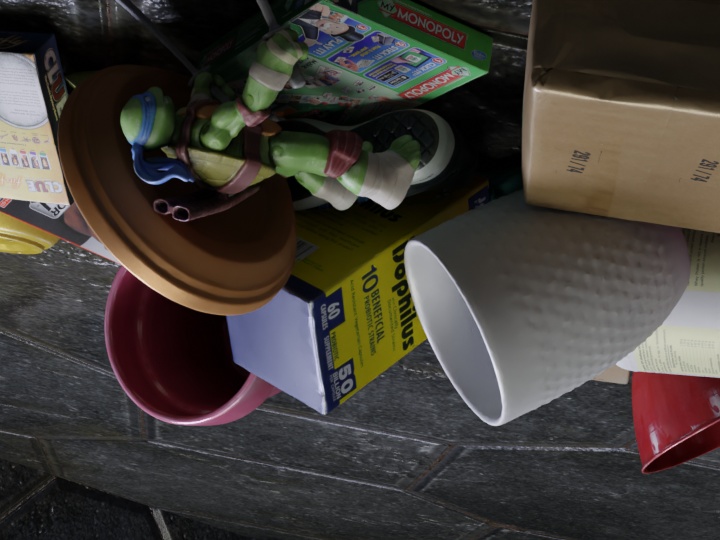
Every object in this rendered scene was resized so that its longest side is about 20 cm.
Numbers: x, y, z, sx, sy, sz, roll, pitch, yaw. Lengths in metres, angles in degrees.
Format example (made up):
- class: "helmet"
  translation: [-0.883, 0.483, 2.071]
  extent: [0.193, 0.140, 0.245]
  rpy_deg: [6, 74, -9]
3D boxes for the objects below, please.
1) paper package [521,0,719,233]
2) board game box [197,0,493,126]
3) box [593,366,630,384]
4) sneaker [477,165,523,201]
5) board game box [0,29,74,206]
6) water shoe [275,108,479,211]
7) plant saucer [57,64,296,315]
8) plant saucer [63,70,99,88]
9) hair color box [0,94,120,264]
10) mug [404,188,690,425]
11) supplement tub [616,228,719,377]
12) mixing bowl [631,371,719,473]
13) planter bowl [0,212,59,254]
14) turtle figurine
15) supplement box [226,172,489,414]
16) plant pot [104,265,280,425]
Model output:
- class: "paper package"
  translation: [0.198, -0.109, 0.998]
  extent: [0.189, 0.104, 0.200]
  rpy_deg: [9, 164, 9]
- class: "board game box"
  translation: [-0.017, -0.149, 1.122]
  extent: [0.134, 0.029, 0.200]
  rpy_deg: [19, 161, -27]
- class: "box"
  translation: [0.222, 0.043, 1.516]
  extent: [0.094, 0.078, 0.200]
  rpy_deg: [8, 163, 11]
- class: "sneaker"
  translation: [0.085, -0.051, 1.309]
  extent: [0.079, 0.078, 0.199]
  rpy_deg: [30, 156, -28]
- class: "board game box"
  translation: [-0.320, -0.125, 1.234]
  extent: [0.198, 0.035, 0.136]
  rpy_deg: [7, 127, 18]
- class: "water shoe"
  translation: [-0.004, -0.073, 1.189]
  extent: [0.199, 0.072, 0.079]
  rpy_deg: [-1, 165, 39]
- class: "plant saucer"
  translation: [-0.117, -0.064, 1.093]
  extent: [0.199, 0.201, 0.037]
  rpy_deg: [23, 133, -36]
- class: "plant saucer"
  translation: [-0.150, -0.092, 1.240]
  extent: [0.200, 0.031, 0.200]
  rpy_deg: [44, 176, 4]
- class: "hair color box"
  translation: [-0.222, -0.073, 1.358]
  extent: [0.101, 0.061, 0.199]
  rpy_deg: [-41, 138, 23]
- class: "mug"
  translation: [0.136, 0.009, 1.163]
  extent: [0.174, 0.149, 0.200]
  rpy_deg: [-25, -176, -13]
- class: "supplement tub"
  translation: [0.273, 0.013, 1.273]
  extent: [0.198, 0.146, 0.145]
  rpy_deg: [4, 162, 21]
- class: "mixing bowl"
  translation: [0.341, 0.105, 1.536]
  extent: [0.199, 0.109, 0.200]
  rpy_deg: [-23, 163, -7]
- class: "planter bowl"
  translation: [-0.328, -0.064, 1.443]
  extent: [0.199, 0.084, 0.200]
  rpy_deg: [7, 170, 1]
- class: "turtle figurine"
  translation: [-0.059, -0.122, 1.051]
  extent: [0.193, 0.201, 0.144]
  rpy_deg: [21, 137, -31]
- class: "supplement box"
  translation: [0.000, 0.000, 1.226]
  extent: [0.109, 0.200, 0.109]
  rpy_deg: [25, 137, 37]
- class: "plant pot"
  translation: [-0.133, 0.058, 1.617]
  extent: [0.199, 0.202, 0.179]
  rpy_deg: [1, 176, 28]
